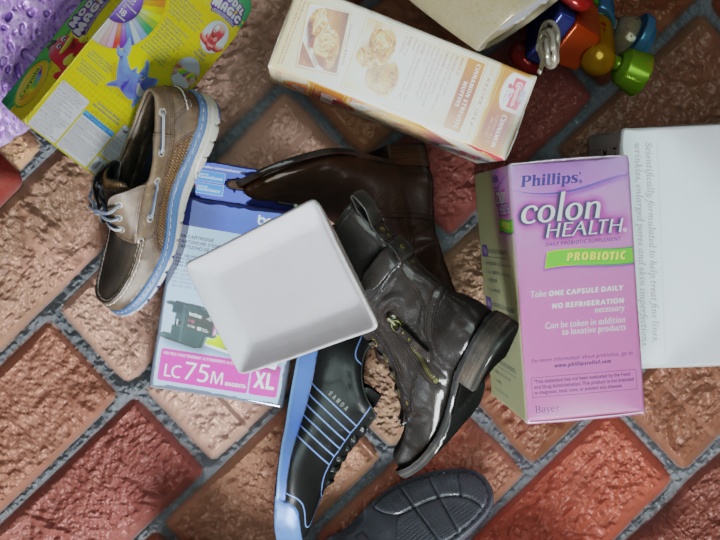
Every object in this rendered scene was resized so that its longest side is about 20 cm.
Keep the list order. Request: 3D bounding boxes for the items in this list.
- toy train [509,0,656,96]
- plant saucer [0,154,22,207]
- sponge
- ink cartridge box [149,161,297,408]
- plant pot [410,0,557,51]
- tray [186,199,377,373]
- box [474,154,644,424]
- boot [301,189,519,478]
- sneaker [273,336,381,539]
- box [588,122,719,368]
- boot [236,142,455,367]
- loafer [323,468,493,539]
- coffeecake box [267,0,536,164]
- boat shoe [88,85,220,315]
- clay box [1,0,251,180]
[{"bbox_3d":[0.190,-0.179,1.103,0.115,0.201,0.085,27,125,-12],"label":"toy train"},{"bbox_3d":[-0.427,-0.078,1.140,0.200,0.037,0.200,-45,93,-1],"label":"plant saucer"},{"bbox_3d":[-0.302,-0.161,1.100,0.199,0.030,0.112,-34,128,-15],"label":"sponge"},{"bbox_3d":[-0.109,0.010,1.161,0.118,0.042,0.202,9,90,-4],"label":"ink cartridge box"},{"bbox_3d":[0.071,-0.276,1.021,0.187,0.187,0.201,-33,87,-2],"label":"plant pot"},{"bbox_3d":[-0.062,0.015,1.069,0.022,0.200,0.108,-31,95,-39],"label":"tray"},{"bbox_3d":[0.160,0.012,1.108,0.096,0.176,0.202,-5,92,-3],"label":"box"},{"bbox_3d":[0.022,0.051,1.069,0.174,0.069,0.201,36,126,13],"label":"boot"},{"bbox_3d":[-0.026,0.138,1.154,0.077,0.070,0.202,10,91,1],"label":"sneaker"},{"bbox_3d":[0.304,-0.024,1.138,0.198,0.131,0.201,-2,92,-3],"label":"box"},{"bbox_3d":[0.000,0.000,1.123,0.185,0.064,0.202,-9,85,-24],"label":"boot"},{"bbox_3d":[0.026,0.239,1.174,0.199,0.063,0.072,-29,63,-6],"label":"loafer"},{"bbox_3d":[0.029,-0.157,1.105,0.199,0.154,0.074,21,92,-4],"label":"coffeecake box"},{"bbox_3d":[-0.188,-0.061,1.120,0.072,0.072,0.201,15,98,-43],"label":"boat shoe"},{"bbox_3d":[-0.188,-0.180,1.114,0.200,0.115,0.048,-51,50,-2],"label":"clay box"}]
